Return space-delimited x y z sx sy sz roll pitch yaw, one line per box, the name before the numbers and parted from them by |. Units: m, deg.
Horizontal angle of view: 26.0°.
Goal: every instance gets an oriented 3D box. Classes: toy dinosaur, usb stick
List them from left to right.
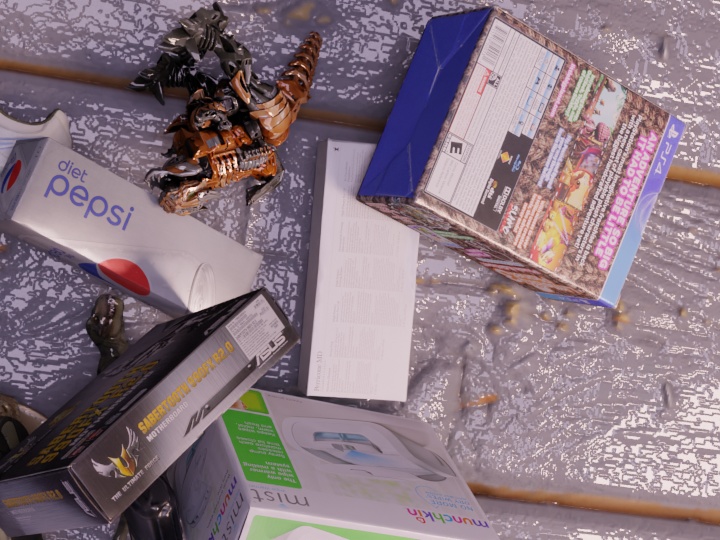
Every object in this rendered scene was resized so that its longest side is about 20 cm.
toy dinosaur | -0.162 0.111 1.216 0.088 0.047 0.201 -7 98 -7
usb stick | -0.150 0.205 1.151 0.033 0.200 0.055 -35 62 -23
toy dinosaur | -0.100 -0.122 1.184 0.136 0.200 0.102 47 124 -3

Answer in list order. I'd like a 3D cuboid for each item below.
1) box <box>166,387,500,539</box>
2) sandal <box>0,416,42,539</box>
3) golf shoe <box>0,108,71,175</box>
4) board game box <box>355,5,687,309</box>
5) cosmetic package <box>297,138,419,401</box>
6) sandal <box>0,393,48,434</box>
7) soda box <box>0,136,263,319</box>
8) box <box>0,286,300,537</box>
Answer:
box | -0.024 0.180 1.149 0.200 0.177 0.097 13 110 -22
sandal | -0.265 0.207 1.126 0.057 0.080 0.202 -9 74 10
golf shoe | -0.313 -0.098 1.166 0.200 0.078 0.098 12 84 -20
board game box | 0.125 -0.084 1.200 0.200 0.097 0.160 27 81 -26
cosmetic package | 0.000 0.000 1.235 0.082 0.051 0.201 5 91 -14
sandal | -0.301 0.117 1.174 0.212 0.070 0.078 37 86 -10
soda box | -0.174 -0.023 1.157 0.200 0.063 0.068 30 75 -31
box | -0.156 0.099 1.080 0.200 0.158 0.048 -43 106 -35
